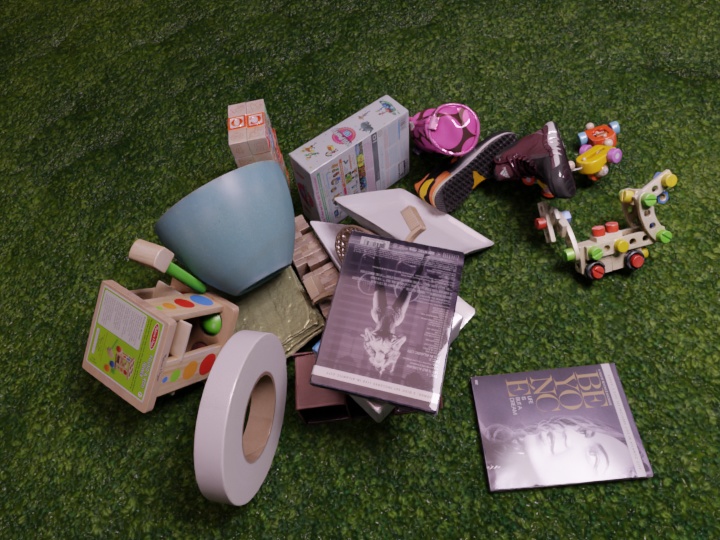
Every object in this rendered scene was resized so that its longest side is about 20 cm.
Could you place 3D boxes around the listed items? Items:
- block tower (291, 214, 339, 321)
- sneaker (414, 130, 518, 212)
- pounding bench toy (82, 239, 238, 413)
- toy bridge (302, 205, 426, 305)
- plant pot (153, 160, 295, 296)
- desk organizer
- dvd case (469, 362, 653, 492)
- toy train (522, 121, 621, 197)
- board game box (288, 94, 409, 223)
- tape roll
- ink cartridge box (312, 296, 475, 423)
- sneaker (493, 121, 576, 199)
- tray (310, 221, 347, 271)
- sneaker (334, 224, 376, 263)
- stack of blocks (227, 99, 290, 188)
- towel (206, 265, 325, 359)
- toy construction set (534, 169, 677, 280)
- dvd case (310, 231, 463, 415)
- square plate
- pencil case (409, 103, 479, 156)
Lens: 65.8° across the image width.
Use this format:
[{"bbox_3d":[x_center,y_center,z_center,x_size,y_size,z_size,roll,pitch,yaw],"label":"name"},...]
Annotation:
[{"bbox_3d":[-0.068,0.004,0.871,0.057,0.054,0.201,-26,58,-10],"label":"block tower"},{"bbox_3d":[0.179,-0.183,0.952,0.199,0.070,0.090,-38,41,-13],"label":"sneaker"},{"bbox_3d":[-0.252,0.056,0.757,0.123,0.155,0.203,25,104,22],"label":"pounding bench toy"},{"bbox_3d":[0.008,-0.005,0.770,0.199,0.027,0.068,-35,73,19],"label":"toy bridge"},{"bbox_3d":[-0.171,-0.045,0.796,0.198,0.200,0.136,-30,90,-13],"label":"plant pot"},{"bbox_3d":[0.012,0.150,0.753,0.196,0.072,0.078,-8,57,2],"label":"desk organizer"},{"bbox_3d":[0.252,0.200,0.721,0.196,0.016,0.151,-6,55,3],"label":"dvd case"},{"bbox_3d":[0.361,-0.186,0.950,0.197,0.056,0.151,-20,28,6],"label":"toy train"},{"bbox_3d":[-0.011,-0.177,0.930,0.199,0.148,0.064,-36,60,-18],"label":"board game box"},{"bbox_3d":[-0.138,0.175,0.676,0.036,0.204,0.205,6,56,12],"label":"tape roll"},{"bbox_3d":[0.049,0.075,0.709,0.116,0.068,0.200,39,72,19],"label":"ink cartridge box"},{"bbox_3d":[0.261,-0.152,0.859,0.114,0.076,0.201,-19,26,25],"label":"sneaker"},{"bbox_3d":[0.000,0.000,0.860,0.106,0.022,0.201,4,42,-45],"label":"tray"},{"bbox_3d":[0.046,0.010,0.824,0.199,0.076,0.071,39,93,12],"label":"sneaker"},{"bbox_3d":[-0.162,-0.179,0.918,0.058,0.201,0.117,-11,56,0],"label":"stack of blocks"},{"bbox_3d":[-0.150,0.056,0.847,0.147,0.037,0.201,-33,56,-3],"label":"towel"},{"bbox_3d":[0.364,-0.064,0.821,0.197,0.133,0.092,-10,17,11],"label":"toy construction set"},{"bbox_3d":[0.036,0.055,0.664,0.146,0.016,0.203,11,64,8],"label":"dvd case"},{"bbox_3d":[0.085,-0.067,0.862,0.197,0.029,0.199,35,30,25],"label":"square plate"},{"bbox_3d":[0.133,-0.235,0.931,0.093,0.200,0.092,26,98,-9],"label":"pencil case"}]
